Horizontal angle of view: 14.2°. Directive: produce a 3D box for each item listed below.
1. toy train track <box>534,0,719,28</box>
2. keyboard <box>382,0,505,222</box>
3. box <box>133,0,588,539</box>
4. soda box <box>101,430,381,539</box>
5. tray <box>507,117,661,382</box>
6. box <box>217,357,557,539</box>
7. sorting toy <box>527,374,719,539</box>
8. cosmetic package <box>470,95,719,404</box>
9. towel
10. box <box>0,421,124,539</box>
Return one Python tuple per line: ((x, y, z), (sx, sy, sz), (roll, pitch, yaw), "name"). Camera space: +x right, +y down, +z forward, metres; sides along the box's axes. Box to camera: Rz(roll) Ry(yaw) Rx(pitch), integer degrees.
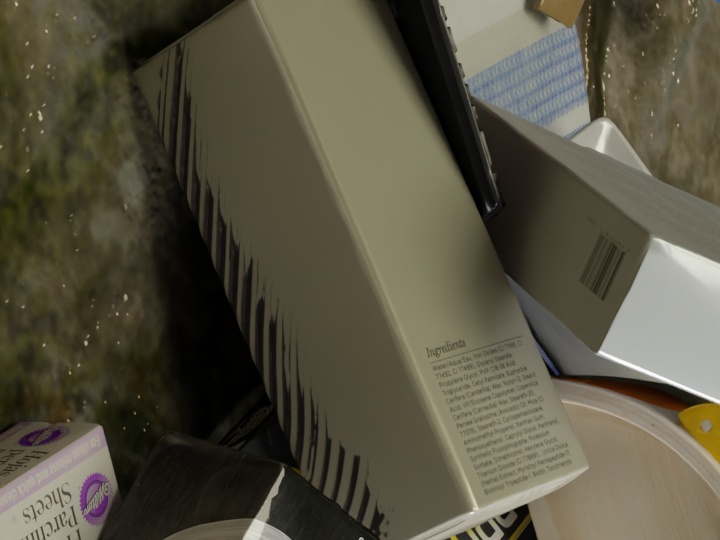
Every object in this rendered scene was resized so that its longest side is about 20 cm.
((0.127, -0.149, 1.262), (0.200, 0.032, 0.115), (25, 91, -40), "toy train track")
((0.007, -0.115, 1.088), (0.021, 0.127, 0.201), (-20, 102, -16), "keyboard")
((0.000, 0.000, 1.040), (0.082, 0.068, 0.201), (-12, 76, -53), "box")
((-0.073, 0.156, 0.939), (0.063, 0.071, 0.201), (41, 71, -38), "soda box")
((0.125, 0.041, 1.202), (0.107, 0.022, 0.200), (-35, 89, -40), "tray")
((0.021, 0.103, 1.093), (0.161, 0.049, 0.200), (53, 43, -8), "box")
((0.152, 0.119, 1.115), (0.180, 0.106, 0.201), (-5, 76, -61), "sorting toy")
((0.124, 0.005, 1.093), (0.150, 0.200, 0.052), (20, 100, -21), "cosmetic package")
((0.059, -0.047, 1.224), (0.147, 0.024, 0.201), (-33, 116, -53), "towel")
((-0.149, 0.103, 0.904), (0.200, 0.039, 0.042), (-32, 115, -51), "box")
